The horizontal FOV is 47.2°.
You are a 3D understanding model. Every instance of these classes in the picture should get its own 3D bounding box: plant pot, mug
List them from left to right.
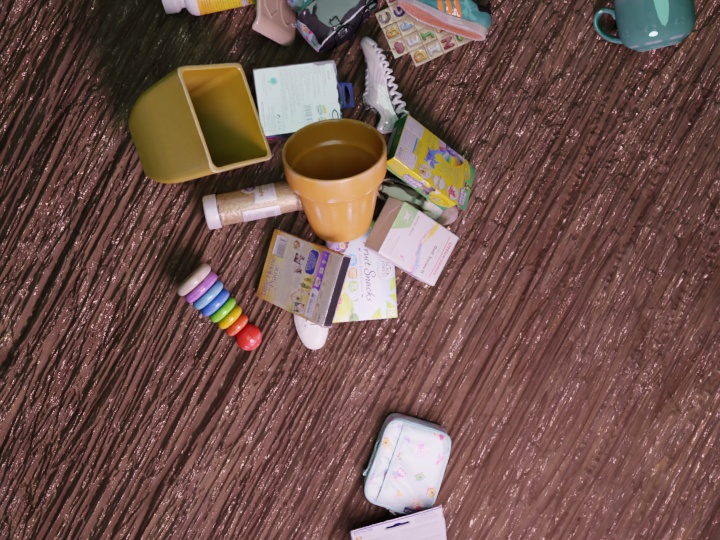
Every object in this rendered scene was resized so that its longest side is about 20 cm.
[{"bbox_3d":[-0.326,-0.267,1.578,0.198,0.195,0.196,-15,97,32],"label":"plant pot"},{"bbox_3d":[-0.044,-0.163,1.607,0.198,0.201,0.184,-10,134,-5],"label":"plant pot"},{"bbox_3d":[0.593,-0.514,1.692,0.151,0.184,0.116,-20,103,-27],"label":"mug"}]

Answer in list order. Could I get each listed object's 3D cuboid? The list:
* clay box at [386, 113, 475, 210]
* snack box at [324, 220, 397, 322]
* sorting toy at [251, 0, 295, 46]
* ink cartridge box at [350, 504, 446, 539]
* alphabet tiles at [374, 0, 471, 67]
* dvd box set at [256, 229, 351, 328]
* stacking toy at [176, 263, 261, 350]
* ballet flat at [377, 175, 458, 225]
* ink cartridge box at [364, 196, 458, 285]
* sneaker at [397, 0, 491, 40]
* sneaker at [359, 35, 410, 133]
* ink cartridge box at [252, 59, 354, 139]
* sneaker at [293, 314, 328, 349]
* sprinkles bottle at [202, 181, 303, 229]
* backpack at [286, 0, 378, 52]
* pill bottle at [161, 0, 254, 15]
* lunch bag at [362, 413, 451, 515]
[{"bbox_3d":[0.142,-0.210,1.663,0.199,0.047,0.116,34,58,-26],"label":"clay box"},{"bbox_3d":[0.000,0.000,1.705,0.140,0.053,0.203,-5,95,-7],"label":"snack box"},{"bbox_3d":[-0.167,-0.551,1.589,0.036,0.185,0.203,7,95,16],"label":"sorting toy"},{"bbox_3d":[0.080,0.554,1.710,0.197,0.041,0.201,-13,132,-5],"label":"ink cartridge box"},{"bbox_3d":[0.139,-0.526,1.704,0.198,0.006,0.168,-26,97,-3],"label":"alphabet tiles"},{"bbox_3d":[-0.116,0.014,1.636,0.029,0.199,0.148,10,98,-51],"label":"dvd box set"},{"bbox_3d":[-0.279,0.085,1.674,0.085,0.085,0.200,-41,101,-2],"label":"stacking toy"},{"bbox_3d":[0.113,-0.141,1.699,0.198,0.067,0.069,18,94,-7],"label":"ballet flat"},{"bbox_3d":[0.118,-0.050,1.668,0.199,0.067,0.118,29,87,-32],"label":"ink cartridge box"},{"bbox_3d":[0.173,-0.539,1.673,0.198,0.071,0.081,18,88,-12],"label":"sneaker"},{"bbox_3d":[0.035,-0.376,1.676,0.080,0.075,0.202,-22,96,5],"label":"sneaker"},{"bbox_3d":[-0.110,-0.343,1.657,0.198,0.076,0.138,-8,96,-4],"label":"ink cartridge box"},{"bbox_3d":[-0.101,0.067,1.685,0.072,0.085,0.203,-4,96,-7],"label":"sneaker"},{"bbox_3d":[-0.217,-0.135,1.666,0.198,0.068,0.069,-12,95,-5],"label":"sprinkles bottle"},{"bbox_3d":[-0.051,-0.513,1.591,0.177,0.200,0.151,-41,93,2],"label":"backpack"},{"bbox_3d":[-0.291,-0.563,1.604,0.198,0.113,0.114,-13,95,-4],"label":"pill bottle"},{"bbox_3d":[0.093,0.412,1.733,0.159,0.077,0.202,18,92,-7],"label":"lunch bag"}]
